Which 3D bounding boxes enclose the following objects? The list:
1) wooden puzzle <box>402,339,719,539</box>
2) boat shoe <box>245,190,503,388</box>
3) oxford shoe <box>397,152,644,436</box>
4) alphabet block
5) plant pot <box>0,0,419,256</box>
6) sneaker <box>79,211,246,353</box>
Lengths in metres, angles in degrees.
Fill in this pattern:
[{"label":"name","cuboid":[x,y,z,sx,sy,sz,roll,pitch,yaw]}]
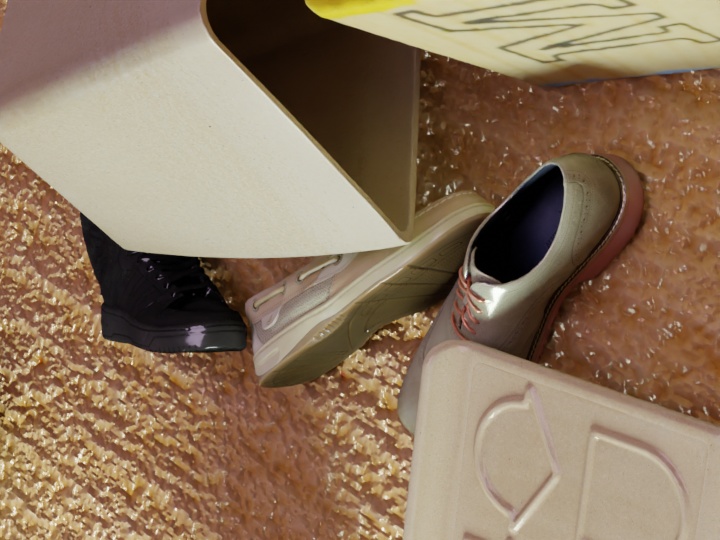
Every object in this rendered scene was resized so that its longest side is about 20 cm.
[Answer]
[{"label":"wooden puzzle","cuboid":[0.114,0.146,0.884,0.199,0.046,0.187,16,107,36]},{"label":"boat shoe","cuboid":[0.000,0.000,1.001,0.200,0.072,0.066,-37,63,38]},{"label":"oxford shoe","cuboid":[0.070,0.013,0.932,0.071,0.073,0.201,47,115,34]},{"label":"alphabet block","cuboid":[0.108,-0.209,0.843,0.195,0.199,0.198,-4,83,40]},{"label":"plant pot","cuboid":[-0.091,-0.121,0.946,0.176,0.200,0.201,-18,50,27]},{"label":"sneaker","cuboid":[-0.132,-0.004,1.107,0.199,0.059,0.105,4,93,59]}]
